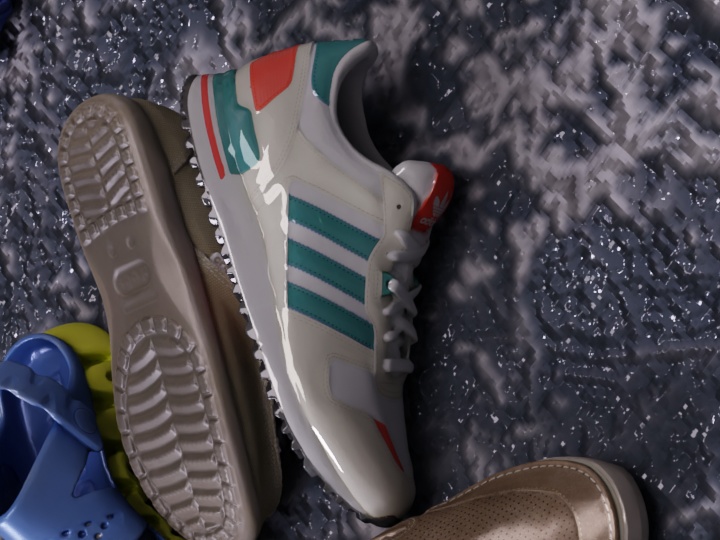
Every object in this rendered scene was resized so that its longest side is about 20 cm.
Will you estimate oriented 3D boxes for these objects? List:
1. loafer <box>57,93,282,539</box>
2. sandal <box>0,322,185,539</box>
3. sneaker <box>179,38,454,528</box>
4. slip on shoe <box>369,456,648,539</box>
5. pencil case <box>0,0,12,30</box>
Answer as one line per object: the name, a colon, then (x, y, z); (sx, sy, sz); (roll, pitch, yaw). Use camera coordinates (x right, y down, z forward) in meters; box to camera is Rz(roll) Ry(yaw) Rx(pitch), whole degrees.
loafer: (-0.067, 0.019, 1.083); (0.076, 0.068, 0.200); (-14, 91, 48)
sandal: (-0.127, 0.111, 1.106); (0.079, 0.087, 0.200); (-41, 61, 26)
sneaker: (0.000, 0.000, 1.026); (0.093, 0.070, 0.200); (-21, 80, 8)
slip on shoe: (0.020, 0.128, 0.994); (0.200, 0.061, 0.076); (-26, 67, 34)
pencil case: (-0.243, -0.068, 1.232); (0.078, 0.087, 0.200); (35, 107, 15)
